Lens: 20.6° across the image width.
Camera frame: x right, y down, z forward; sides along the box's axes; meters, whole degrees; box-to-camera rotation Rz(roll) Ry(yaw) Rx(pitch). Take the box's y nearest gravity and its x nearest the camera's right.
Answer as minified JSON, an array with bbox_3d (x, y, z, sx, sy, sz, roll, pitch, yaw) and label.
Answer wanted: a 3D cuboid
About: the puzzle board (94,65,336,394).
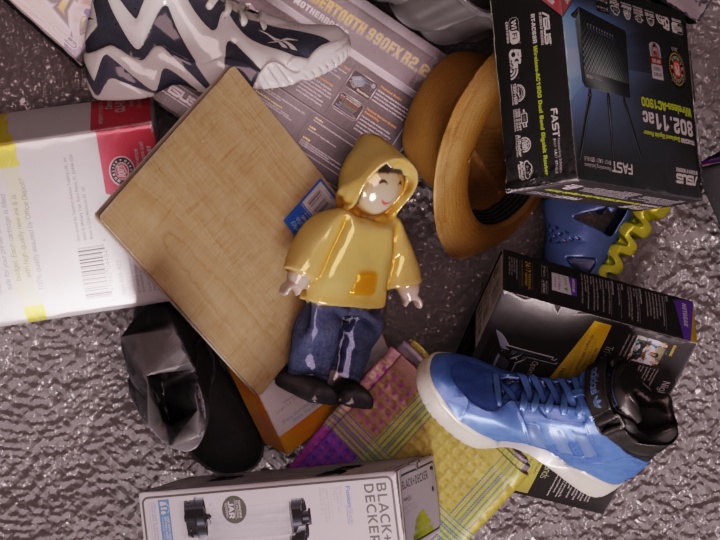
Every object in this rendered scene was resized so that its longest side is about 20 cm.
[{"bbox_3d":[-0.087,-0.028,1.455,0.151,0.017,0.200,-50,123,-17],"label":"puzzle board"}]

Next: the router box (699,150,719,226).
[{"bbox_3d":[0.371,-0.026,1.581,0.149,0.051,0.201,-28,97,-26],"label":"router box"}]

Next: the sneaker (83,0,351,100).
[{"bbox_3d":[-0.110,-0.201,1.468,0.198,0.080,0.130,-4,105,5],"label":"sneaker"}]

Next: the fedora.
[{"bbox_3d":[0.090,-0.107,1.524,0.082,0.200,0.201,29,91,28],"label":"fedora"}]

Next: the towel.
[{"bbox_3d":[0.021,0.169,1.518,0.144,0.023,0.200,43,101,10],"label":"towel"}]

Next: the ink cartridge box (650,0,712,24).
[{"bbox_3d":[0.275,-0.306,1.578,0.099,0.039,0.200,29,90,-8],"label":"ink cartridge box"}]

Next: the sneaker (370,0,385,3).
[{"bbox_3d":[-0.028,-0.295,1.522,0.082,0.075,0.200,-39,98,-1],"label":"sneaker"}]

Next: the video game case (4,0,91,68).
[{"bbox_3d":[-0.231,-0.290,1.523,0.200,0.026,0.181,42,89,-8],"label":"video game case"}]

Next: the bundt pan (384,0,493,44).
[{"bbox_3d":[0.054,-0.257,1.492,0.076,0.202,0.202,-26,100,34],"label":"bundt pan"}]

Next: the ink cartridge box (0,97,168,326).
[{"bbox_3d":[-0.245,-0.043,1.493,0.199,0.083,0.146,-8,114,-4],"label":"ink cartridge box"}]

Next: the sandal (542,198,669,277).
[{"bbox_3d":[0.177,-0.031,1.576,0.087,0.079,0.200,38,81,-5],"label":"sandal"}]

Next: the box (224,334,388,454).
[{"bbox_3d":[-0.059,0.026,1.519,0.119,0.041,0.201,-35,116,-24],"label":"box"}]

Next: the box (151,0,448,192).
[{"bbox_3d":[-0.049,-0.152,1.546,0.200,0.048,0.159,32,91,-9],"label":"box"}]

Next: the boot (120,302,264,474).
[{"bbox_3d":[-0.123,0.100,1.482,0.066,0.200,0.165,-32,98,-3],"label":"boot"}]

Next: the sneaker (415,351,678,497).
[{"bbox_3d":[0.145,0.093,1.454,0.200,0.077,0.111,29,131,-24],"label":"sneaker"}]

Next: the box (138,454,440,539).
[{"bbox_3d":[-0.050,0.179,1.466,0.199,0.117,0.060,-7,89,14],"label":"box"}]

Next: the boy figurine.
[{"bbox_3d":[0.000,0.000,1.474,0.124,0.064,0.201,13,95,-34],"label":"boy figurine"}]

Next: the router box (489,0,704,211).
[{"bbox_3d":[0.177,-0.127,1.457,0.062,0.200,0.151,-9,83,36],"label":"router box"}]

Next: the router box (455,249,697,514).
[{"bbox_3d":[0.151,0.090,1.539,0.157,0.052,0.200,16,129,-8],"label":"router box"}]
